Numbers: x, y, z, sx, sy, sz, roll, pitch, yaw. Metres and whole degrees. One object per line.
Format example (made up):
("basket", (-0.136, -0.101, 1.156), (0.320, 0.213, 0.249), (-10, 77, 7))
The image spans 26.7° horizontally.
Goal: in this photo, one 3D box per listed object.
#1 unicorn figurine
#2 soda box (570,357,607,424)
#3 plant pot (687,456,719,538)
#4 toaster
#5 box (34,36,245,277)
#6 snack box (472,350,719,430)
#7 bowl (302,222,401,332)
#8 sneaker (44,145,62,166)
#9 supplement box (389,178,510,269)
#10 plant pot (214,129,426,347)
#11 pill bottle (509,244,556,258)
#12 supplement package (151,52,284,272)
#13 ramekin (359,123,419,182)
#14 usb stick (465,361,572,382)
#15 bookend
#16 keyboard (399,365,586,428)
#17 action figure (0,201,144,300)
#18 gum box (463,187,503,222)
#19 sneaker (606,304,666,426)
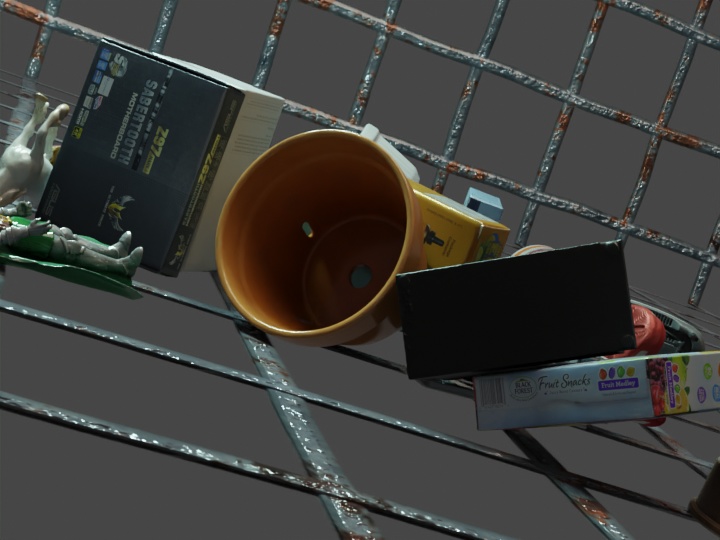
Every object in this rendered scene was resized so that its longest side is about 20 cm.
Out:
("unicorn figurine", (-0.340, -0.108, 1.546), (0.073, 0.139, 0.200), (21, -10, 31))
("soda box", (0.185, 0.096, 1.582), (0.068, 0.064, 0.199), (16, 4, -31))
("plant pot", (0.405, 0.148, 1.286), (0.198, 0.201, 0.200), (20, 6, -2))
("toaster", (0.335, 0.096, 1.850), (0.198, 0.115, 0.129), (19, 4, 4))
("box", (-0.222, -0.114, 1.528), (0.156, 0.202, 0.051), (22, 3, 18))
("snack box", (0.213, 0.102, 1.292), (0.141, 0.054, 0.199), (-3, -5, -41))
("bowl", (0.000, 0.000, 1.639), (0.198, 0.106, 0.201), (19, 12, -4))
("sneaker", (-0.298, -0.091, 1.722), (0.199, 0.076, 0.090), (23, -5, -38))
("supplement box", (0.052, -0.053, 1.544), (0.199, 0.067, 0.068), (30, 12, 35))
("plant pot", (-0.020, -0.015, 1.445), (0.198, 0.202, 0.140), (23, -8, 27))
("pill bottle", (0.272, 0.036, 2.130), (0.113, 0.116, 0.200), (18, 7, -12))
("supplement package", (-0.182, -0.112, 1.623), (0.119, 0.202, 0.121), (22, 7, 16))
("ramekin", (-0.005, -0.072, 1.878), (0.094, 0.204, 0.202), (31, 6, -3))
("usb stick", (0.145, 0.096, 1.493), (0.198, 0.056, 0.033), (19, -25, 29))
("bookend", (0.152, 0.041, 1.364), (0.197, 0.094, 0.199), (-9, -6, 15))
("keyboard", (0.132, 0.125, 1.491), (0.198, 0.011, 0.056), (17, 2, -28))
("action figure", (-0.289, -0.027, 1.306), (0.198, 0.055, 0.118), (11, 13, -29))
("gum box", (0.119, -0.005, 1.776), (0.044, 0.172, 0.200), (20, 6, 2))
("sneaker", (0.298, 0.103, 1.607), (0.114, 0.079, 0.200), (23, -21, -10))
